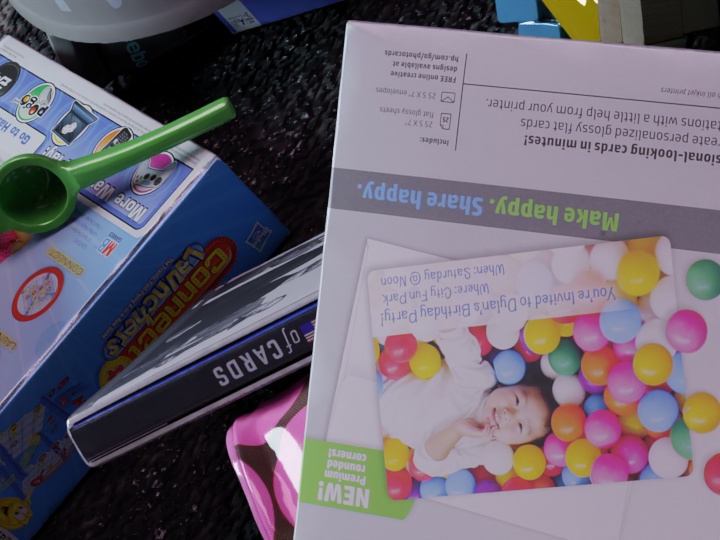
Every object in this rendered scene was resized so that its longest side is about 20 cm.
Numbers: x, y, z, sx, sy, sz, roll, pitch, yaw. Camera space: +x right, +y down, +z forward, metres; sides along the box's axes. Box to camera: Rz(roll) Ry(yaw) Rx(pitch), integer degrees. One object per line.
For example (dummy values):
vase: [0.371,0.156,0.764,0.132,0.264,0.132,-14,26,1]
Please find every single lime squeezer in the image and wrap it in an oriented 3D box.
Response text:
lime squeezer: [-0.140,-0.038,1.154,0.199,0.038,0.071,-4,22,41]

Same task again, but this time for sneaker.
sneaker: [-0.109,-0.168,1.313,0.079,0.076,0.201,-17,50,11]

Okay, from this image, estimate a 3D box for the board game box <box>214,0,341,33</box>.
board game box: [0.023,-0.192,1.224,0.199,0.045,0.135,-13,47,34]

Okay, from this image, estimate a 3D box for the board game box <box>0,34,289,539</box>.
board game box: [-0.157,0.011,1.187,0.196,0.056,0.200,-50,38,-7]

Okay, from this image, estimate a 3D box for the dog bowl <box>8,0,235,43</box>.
dog bowl: [-0.091,-0.196,1.225,0.199,0.059,0.201,-17,47,19]

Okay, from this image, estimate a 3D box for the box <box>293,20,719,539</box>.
box: [0.061,0.027,0.875,0.155,0.041,0.201,8,94,24]

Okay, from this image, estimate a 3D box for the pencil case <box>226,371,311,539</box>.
pencil case: [0.053,0.047,0.947,0.199,0.091,0.094,-31,61,19]

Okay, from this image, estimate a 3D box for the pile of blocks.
pile of blocks: [0.075,-0.144,1.095,0.201,0.062,0.082,59,137,17]

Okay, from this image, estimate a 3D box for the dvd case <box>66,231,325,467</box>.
dvd case: [0.000,0.000,1.017,0.199,0.025,0.150,-26,8,25]
